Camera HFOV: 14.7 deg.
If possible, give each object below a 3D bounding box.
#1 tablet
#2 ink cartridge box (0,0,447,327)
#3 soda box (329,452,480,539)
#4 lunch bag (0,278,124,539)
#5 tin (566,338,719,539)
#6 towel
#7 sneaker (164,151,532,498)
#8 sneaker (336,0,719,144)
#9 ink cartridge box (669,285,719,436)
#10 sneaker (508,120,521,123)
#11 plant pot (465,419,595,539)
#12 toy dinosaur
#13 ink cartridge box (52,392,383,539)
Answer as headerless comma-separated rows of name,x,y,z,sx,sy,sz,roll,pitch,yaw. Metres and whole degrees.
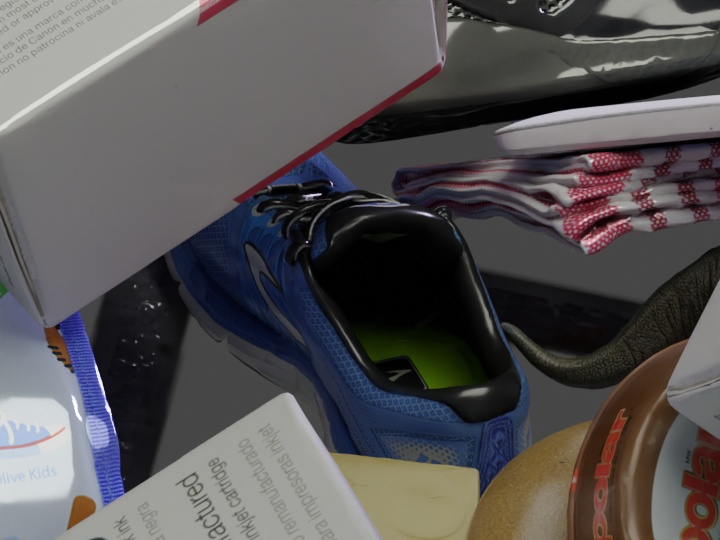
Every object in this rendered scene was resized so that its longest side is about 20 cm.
tablet,0.133,-0.052,0.904,0.129,0.014,0.200,-4,4,21
ink cartridge box,-0.092,-0.103,0.793,0.146,0.083,0.200,-34,55,-17
soda box,-0.005,0.143,0.752,0.067,0.064,0.201,7,43,-3
lunch bag,-0.167,0.040,0.789,0.169,0.124,0.200,-9,39,-21
tin,0.152,0.080,0.745,0.199,0.042,0.113,17,70,-16
towel,0.123,-0.030,0.921,0.199,0.030,0.146,-7,4,-22
sneaker,0.000,0.000,0.884,0.078,0.089,0.200,-17,47,-27
sneaker,0.073,-0.110,0.912,0.198,0.076,0.115,-7,85,-14
ink cartridge box,0.201,0.019,0.703,0.199,0.083,0.147,33,70,-11
sneaker,0.010,-0.099,1.011,0.082,0.074,0.200,-25,44,-22
plant pot,0.122,0.113,0.787,0.199,0.028,0.201,20,39,-17
toy dinosaur,0.147,0.019,0.876,0.199,0.103,0.077,19,43,0
ink cartridge box,-0.061,0.144,0.650,0.199,0.084,0.146,-33,38,-3
